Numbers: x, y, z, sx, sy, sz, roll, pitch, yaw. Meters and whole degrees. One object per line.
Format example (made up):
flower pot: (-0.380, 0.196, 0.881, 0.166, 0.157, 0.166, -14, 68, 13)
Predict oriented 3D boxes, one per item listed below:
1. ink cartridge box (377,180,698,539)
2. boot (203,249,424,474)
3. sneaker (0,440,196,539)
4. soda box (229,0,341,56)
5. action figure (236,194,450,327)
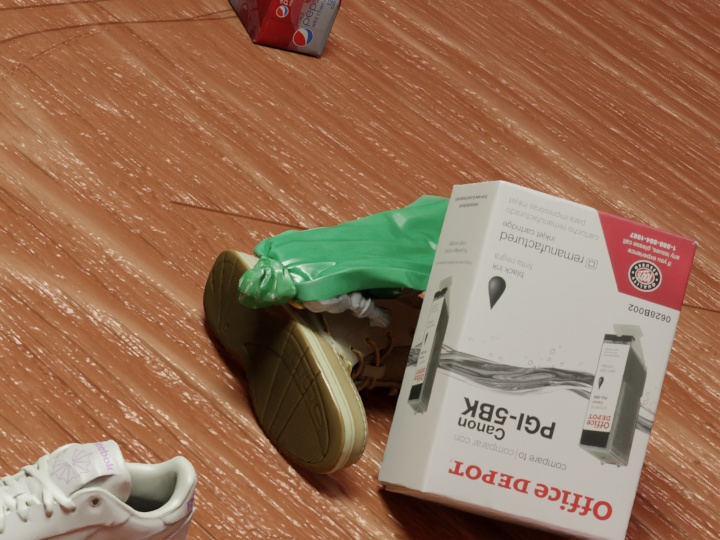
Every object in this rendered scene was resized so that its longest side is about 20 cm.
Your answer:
ink cartridge box: (0.111, 0.059, 1.420, 0.147, 0.200, 0.083, 16, -6, -18)
boot: (-0.002, 0.063, 1.483, 0.154, 0.072, 0.200, 10, 29, -34)
sneaker: (-0.176, 0.124, 1.172, 0.200, 0.100, 0.075, 3, 35, -36)
soda box: (-0.085, -0.273, 2.058, 0.070, 0.063, 0.200, 10, 29, -29)
action figure: (0.000, 0.000, 1.462, 0.200, 0.055, 0.118, -6, 35, -41)
